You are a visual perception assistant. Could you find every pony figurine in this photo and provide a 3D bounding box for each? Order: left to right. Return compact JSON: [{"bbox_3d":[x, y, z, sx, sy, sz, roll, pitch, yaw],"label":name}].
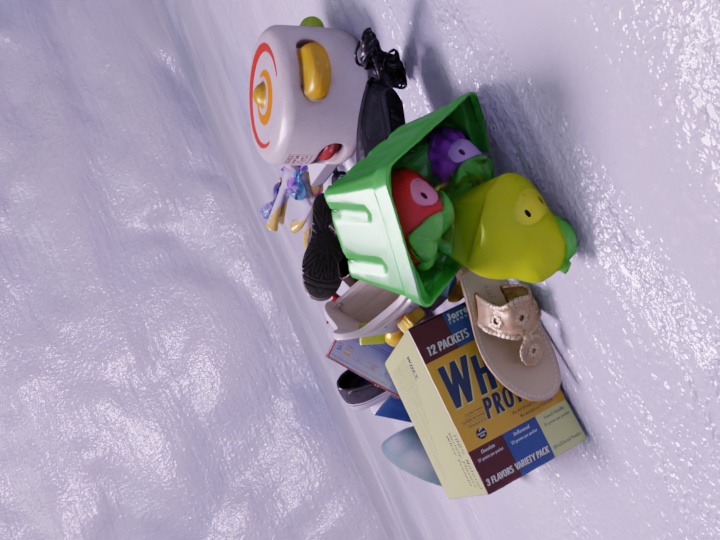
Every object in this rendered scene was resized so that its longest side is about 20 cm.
[{"bbox_3d":[-0.114,-0.168,1.334,0.192,0.164,0.204,38,114,37],"label":"pony figurine"}]

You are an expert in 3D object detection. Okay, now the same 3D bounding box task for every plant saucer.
[{"bbox_3d":[0.130,0.270,1.116,0.201,0.196,0.040,-151,71,-69],"label":"plant saucer"}]

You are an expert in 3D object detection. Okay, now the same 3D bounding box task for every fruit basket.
[{"bbox_3d":[0.097,-0.063,0.691,0.215,0.212,0.158,40,152,62],"label":"fruit basket"}]

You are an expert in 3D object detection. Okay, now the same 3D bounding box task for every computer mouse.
[{"bbox_3d":[0.022,-0.151,0.830,0.138,0.051,0.206,6,-104,-71],"label":"computer mouse"}]

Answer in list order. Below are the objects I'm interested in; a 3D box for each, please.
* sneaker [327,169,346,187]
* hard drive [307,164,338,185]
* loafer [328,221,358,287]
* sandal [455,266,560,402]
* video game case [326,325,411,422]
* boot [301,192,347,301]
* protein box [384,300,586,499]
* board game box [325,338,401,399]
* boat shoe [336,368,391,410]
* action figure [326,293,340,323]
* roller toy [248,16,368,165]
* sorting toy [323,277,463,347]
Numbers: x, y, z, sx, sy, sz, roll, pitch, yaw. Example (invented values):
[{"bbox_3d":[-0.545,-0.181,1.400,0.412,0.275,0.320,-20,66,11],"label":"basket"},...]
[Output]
[{"bbox_3d":[-0.018,-0.131,1.194,0.201,0.076,0.142,101,147,-59],"label":"sneaker"},{"bbox_3d":[-0.074,-0.254,1.194,0.132,0.026,0.205,149,111,-72],"label":"hard drive"},{"bbox_3d":[0.000,0.000,1.063,0.073,0.070,0.204,33,144,63],"label":"loafer"},{"bbox_3d":[0.152,0.036,0.796,0.070,0.076,0.215,83,165,-68],"label":"sandal"},{"bbox_3d":[0.057,0.170,1.219,0.198,0.046,0.182,23,-155,-44],"label":"video game case"},{"bbox_3d":[-0.064,-0.006,1.180,0.201,0.071,0.186,116,163,-63],"label":"boot"},{"bbox_3d":[0.141,0.156,0.915,0.202,0.133,0.200,64,167,14],"label":"protein box"},{"bbox_3d":[0.060,0.121,1.033,0.197,0.105,0.019,30,170,-9],"label":"board game box"},{"bbox_3d":[0.051,0.129,1.076,0.067,0.197,0.071,54,-171,-48],"label":"boat shoe"},{"bbox_3d":[0.038,0.112,1.157,0.066,0.195,0.101,-83,10,-65],"label":"action figure"},{"bbox_3d":[-0.080,-0.237,1.019,0.201,0.137,0.186,-126,39,-49],"label":"roller toy"},{"bbox_3d":[0.039,0.032,0.882,0.108,0.199,0.180,52,-164,6],"label":"sorting toy"}]
